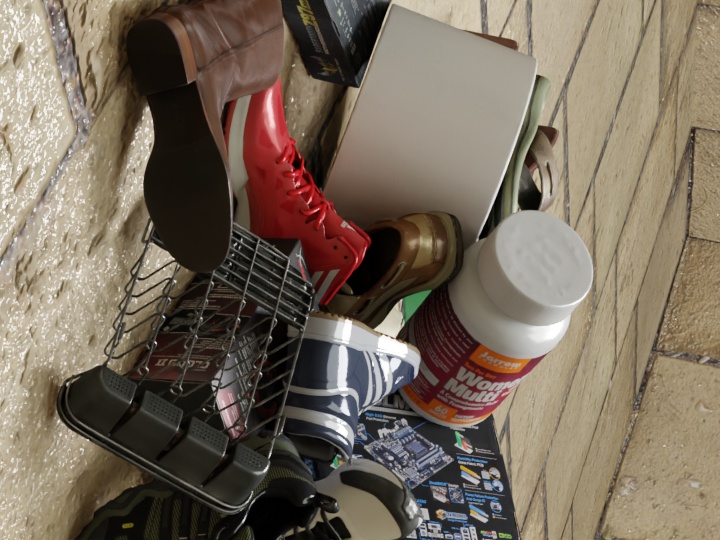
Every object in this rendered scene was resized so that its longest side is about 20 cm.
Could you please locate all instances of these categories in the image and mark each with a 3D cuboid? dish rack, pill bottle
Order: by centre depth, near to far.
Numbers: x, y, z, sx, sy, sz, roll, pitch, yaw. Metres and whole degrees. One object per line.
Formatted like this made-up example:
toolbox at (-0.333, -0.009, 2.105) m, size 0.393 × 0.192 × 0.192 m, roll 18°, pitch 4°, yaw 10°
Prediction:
dish rack at (-0.111, 0.050, 1.335) m, size 0.054 × 0.153 × 0.201 m, roll -38°, pitch -152°, yaw 43°
pill bottle at (0.109, 0.041, 1.604) m, size 0.200 × 0.109 × 0.110 m, roll -53°, pitch -171°, yaw 51°

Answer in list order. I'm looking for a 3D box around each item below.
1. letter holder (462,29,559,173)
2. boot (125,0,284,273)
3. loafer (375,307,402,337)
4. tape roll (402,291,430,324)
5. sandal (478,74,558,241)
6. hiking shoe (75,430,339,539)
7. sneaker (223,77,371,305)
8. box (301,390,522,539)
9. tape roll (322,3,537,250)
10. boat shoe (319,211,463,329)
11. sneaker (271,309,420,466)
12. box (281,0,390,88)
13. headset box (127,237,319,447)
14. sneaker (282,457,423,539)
letter holder at (0.126, -0.168, 1.968) m, size 0.200 × 0.141 × 0.102 m, roll -46°, pitch 143°, yaw -61°
boot at (-0.095, -0.115, 1.371) m, size 0.200 × 0.064 × 0.188 m, roll -49°, pitch 135°, yaw -66°
loafer at (0.003, 0.046, 1.819) m, size 0.200 × 0.068 × 0.076 m, roll 68°, pitch 36°, yaw -61°
tape roll at (0.066, 0.014, 1.933) m, size 0.200 × 0.048 × 0.203 m, roll -4°, pitch 90°, yaw -88°
sandal at (0.150, -0.088, 1.691) m, size 0.080 × 0.057 × 0.202 m, roll 114°, pitch -4°, yaw -60°
hiking shoe at (-0.115, 0.189, 1.341) m, size 0.199 × 0.101 × 0.076 m, roll -33°, pitch 123°, yaw -13°
sneaker at (-0.043, -0.064, 1.514) m, size 0.078 × 0.114 × 0.202 m, roll -57°, pitch 153°, yaw -51°
box at (0.037, 0.180, 1.628) m, size 0.050 × 0.198 × 0.200 m, roll -49°, pitch -138°, yaw 41°
tape roll at (0.056, -0.113, 1.668) m, size 0.203 × 0.138 × 0.204 m, roll -159°, pitch -90°, yaw -89°
boat shoe at (0.000, 0.000, 1.594) m, size 0.073 × 0.200 × 0.076 m, roll 5°, pitch 64°, yaw -39°
sneaker at (-0.012, 0.099, 1.483) m, size 0.200 × 0.069 × 0.110 m, roll 28°, pitch 69°, yaw -66°
box at (-0.016, -0.269, 1.584) m, size 0.200 × 0.051 × 0.159 m, roll 65°, pitch 42°, yaw -65°
headset box at (-0.096, 0.091, 1.467) m, size 0.201 × 0.074 × 0.150 m, roll -61°, pitch 145°, yaw -47°
sneaker at (-0.035, 0.197, 1.476) m, size 0.080 × 0.199 × 0.074 m, roll -45°, pitch 112°, yaw -40°
